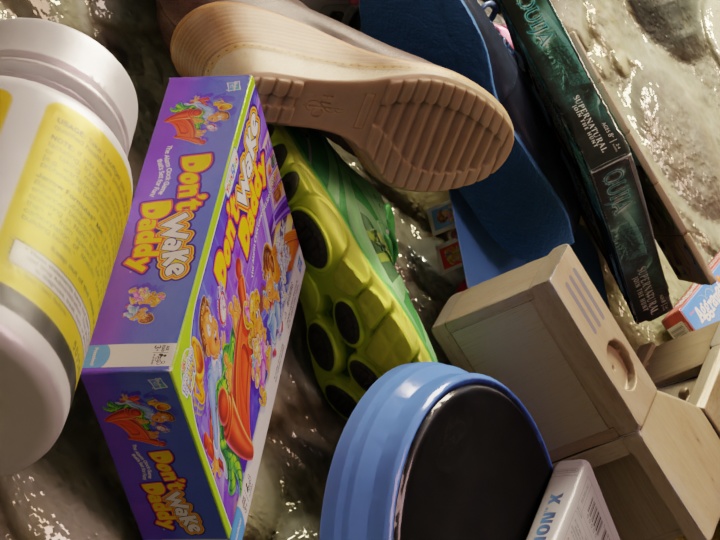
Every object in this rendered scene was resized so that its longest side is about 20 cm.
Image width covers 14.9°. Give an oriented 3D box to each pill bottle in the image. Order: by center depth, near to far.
[{"bbox_3d":[-0.167,-0.015,1.245,0.114,0.114,0.201,40,40,-26],"label":"pill bottle"}]

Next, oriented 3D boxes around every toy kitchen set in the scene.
[{"bbox_3d":[0.178,0.030,1.531,0.181,0.163,0.200,57,31,-16],"label":"toy kitchen set"}]

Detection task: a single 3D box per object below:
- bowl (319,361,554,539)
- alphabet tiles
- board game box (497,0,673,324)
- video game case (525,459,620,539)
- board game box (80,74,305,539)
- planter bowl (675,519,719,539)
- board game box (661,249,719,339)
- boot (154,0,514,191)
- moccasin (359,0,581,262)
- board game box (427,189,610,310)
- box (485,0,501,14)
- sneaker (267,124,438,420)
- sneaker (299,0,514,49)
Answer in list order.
[{"bbox_3d":[0.048,0.147,1.400,0.200,0.039,0.202,11,78,-58],"label":"bowl"},{"bbox_3d":[0.160,-0.066,1.680,0.168,0.008,0.200,60,0,-2],"label":"alphabet tiles"},{"bbox_3d":[0.133,-0.067,1.610,0.200,0.028,0.136,63,1,-61],"label":"board game box"},{"bbox_3d":[0.118,0.233,1.438,0.201,0.022,0.183,67,31,-30],"label":"video game case"},{"bbox_3d":[-0.077,0.022,1.334,0.135,0.044,0.201,75,19,-43],"label":"board game box"},{"bbox_3d":[0.245,0.159,1.659,0.200,0.083,0.201,30,45,-36],"label":"planter bowl"},{"bbox_3d":[0.267,0.031,1.824,0.103,0.019,0.200,54,34,-4],"label":"board game box"},{"bbox_3d":[-0.023,-0.123,1.481,0.199,0.073,0.167,13,28,-35],"label":"boot"},{"bbox_3d":[0.059,-0.098,1.554,0.201,0.080,0.068,64,25,-17],"label":"moccasin"},{"bbox_3d":[0.093,0.032,1.603,0.158,0.039,0.201,20,53,-50],"label":"board game box"},{"bbox_3d":[0.091,-0.285,1.816,0.194,0.047,0.200,55,36,-3],"label":"box"},{"bbox_3d":[0.000,0.000,1.476,0.083,0.074,0.201,-21,82,-51],"label":"sneaker"},{"bbox_3d":[0.021,-0.148,1.627,0.199,0.079,0.096,15,33,-46],"label":"sneaker"}]
